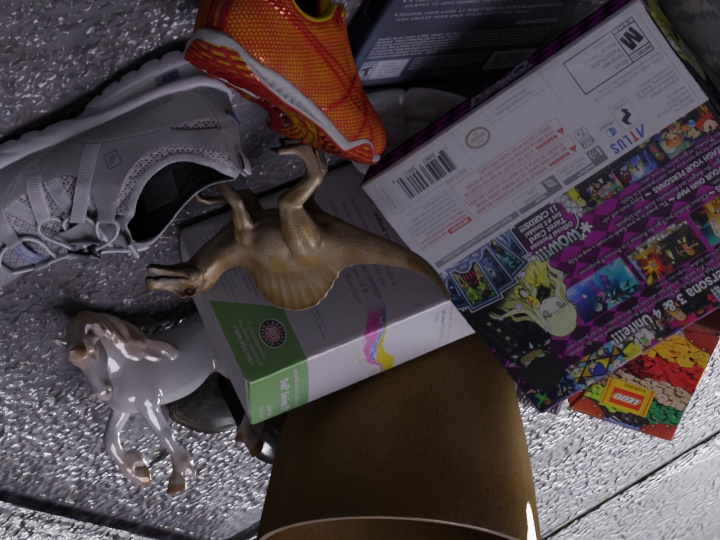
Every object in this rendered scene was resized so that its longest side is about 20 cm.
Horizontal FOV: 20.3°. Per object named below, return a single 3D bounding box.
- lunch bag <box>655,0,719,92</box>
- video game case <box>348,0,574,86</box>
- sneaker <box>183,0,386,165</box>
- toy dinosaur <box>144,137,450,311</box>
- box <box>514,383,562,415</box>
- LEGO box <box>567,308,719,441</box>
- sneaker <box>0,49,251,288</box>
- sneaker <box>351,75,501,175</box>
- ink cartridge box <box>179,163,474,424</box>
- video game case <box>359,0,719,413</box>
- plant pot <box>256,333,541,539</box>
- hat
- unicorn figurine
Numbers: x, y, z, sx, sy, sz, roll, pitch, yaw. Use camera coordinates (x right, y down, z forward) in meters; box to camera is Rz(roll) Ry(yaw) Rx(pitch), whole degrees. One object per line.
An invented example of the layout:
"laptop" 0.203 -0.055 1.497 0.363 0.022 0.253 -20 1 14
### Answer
"lunch bag" 0.260 -0.142 1.142 0.139 0.200 0.168 -36 156 -14
"video game case" 0.081 -0.175 1.115 0.142 0.019 0.200 -9 149 -35
"sneaker" -0.024 -0.109 1.069 0.078 0.073 0.200 -66 158 -7
"toy dinosaur" -0.033 -0.026 1.171 0.198 0.102 0.058 -2 -167 27
"box" 0.146 -0.019 1.329 0.044 0.161 0.200 17 151 5
"LEGO box" 0.208 -0.014 1.339 0.077 0.201 0.149 17 150 5
"sneaker" -0.148 -0.036 1.079 0.199 0.082 0.075 -34 155 15
"sneaker" 0.084 -0.083 1.216 0.198 0.082 0.078 7 121 -6
"ink cartridge box" 0.000 0.000 1.254 0.199 0.118 0.067 -21 154 -12
"video game case" 0.131 -0.037 1.156 0.199 0.182 0.036 -34 -165 23
"plant pot" 0.028 0.093 1.327 0.184 0.202 0.187 2 157 1
"hat" -0.034 0.089 1.438 0.199 0.081 0.201 -23 154 -12
"unicorn figurine" -0.125 0.072 1.308 0.073 0.139 0.200 2 -156 39
